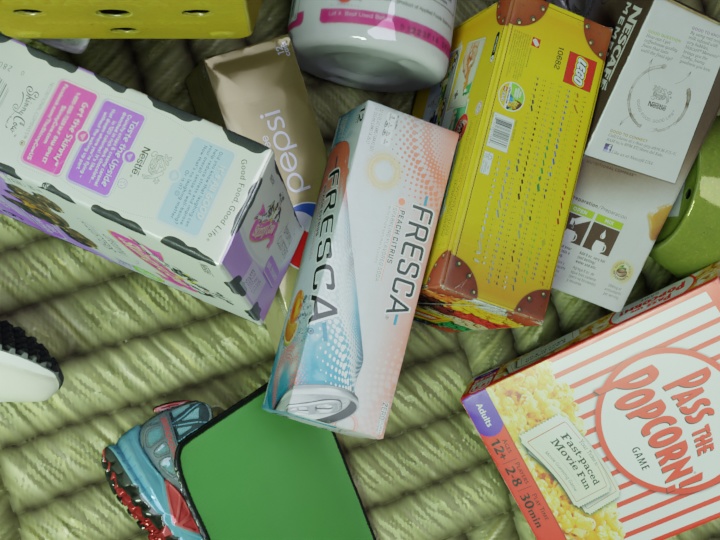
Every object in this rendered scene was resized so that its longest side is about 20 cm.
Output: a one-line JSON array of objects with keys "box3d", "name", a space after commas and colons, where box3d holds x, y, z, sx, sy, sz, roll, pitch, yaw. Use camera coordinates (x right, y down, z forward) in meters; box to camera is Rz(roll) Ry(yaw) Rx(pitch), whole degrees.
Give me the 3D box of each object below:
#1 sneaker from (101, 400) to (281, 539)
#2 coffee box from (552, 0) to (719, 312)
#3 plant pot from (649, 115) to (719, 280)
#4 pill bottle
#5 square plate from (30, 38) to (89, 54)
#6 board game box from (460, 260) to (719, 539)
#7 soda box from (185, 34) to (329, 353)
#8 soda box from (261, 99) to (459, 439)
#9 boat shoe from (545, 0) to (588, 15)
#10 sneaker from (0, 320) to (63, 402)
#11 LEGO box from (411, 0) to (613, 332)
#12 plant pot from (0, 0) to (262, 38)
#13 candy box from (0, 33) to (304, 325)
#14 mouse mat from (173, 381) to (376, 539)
[{"box3d": [-0.075, 0.171, 0.871, 0.095, 0.079, 0.201, -39, 99, -20], "name": "sneaker"}, {"box3d": [0.172, -0.091, 0.922, 0.079, 0.115, 0.202, 19, 106, -16], "name": "coffee box"}, {"box3d": [0.299, -0.038, 0.962, 0.197, 0.187, 0.190, 13, 81, -17], "name": "plant pot"}, {"box3d": [0.018, -0.234, 0.917, 0.112, 0.113, 0.203, 11, 82, -18], "name": "pill bottle"}, {"box3d": [-0.215, -0.245, 0.768, 0.196, 0.028, 0.202, 18, 83, 1], "name": "square plate"}, {"box3d": [0.191, 0.106, 0.926, 0.199, 0.046, 0.153, -28, 96, 22], "name": "board game box"}, {"box3d": [-0.053, -0.049, 0.901, 0.063, 0.068, 0.202, -20, 93, -19], "name": "soda box"}, {"box3d": [0.000, 0.000, 0.847, 0.068, 0.063, 0.203, 17, 80, -17], "name": "soda box"}, {"box3d": [0.204, -0.151, 0.999, 0.070, 0.069, 0.201, -33, 98, -20], "name": "boat shoe"}, {"box3d": [-0.286, 0.069, 0.819, 0.197, 0.070, 0.095, 14, 99, -20], "name": "sneaker"}, {"box3d": [0.082, -0.067, 0.908, 0.076, 0.149, 0.203, 18, 81, -17], "name": "LEGO box"}, {"box3d": [-0.122, -0.214, 0.661, 0.197, 0.200, 0.179, 0, 89, -3], "name": "plant pot"}, {"box3d": [-0.141, -0.051, 0.782, 0.198, 0.168, 0.072, 23, 79, 9], "name": "candy box"}, {"box3d": [-0.041, 0.176, 0.867, 0.161, 0.007, 0.202, -29, 99, -57], "name": "mouse mat"}]
